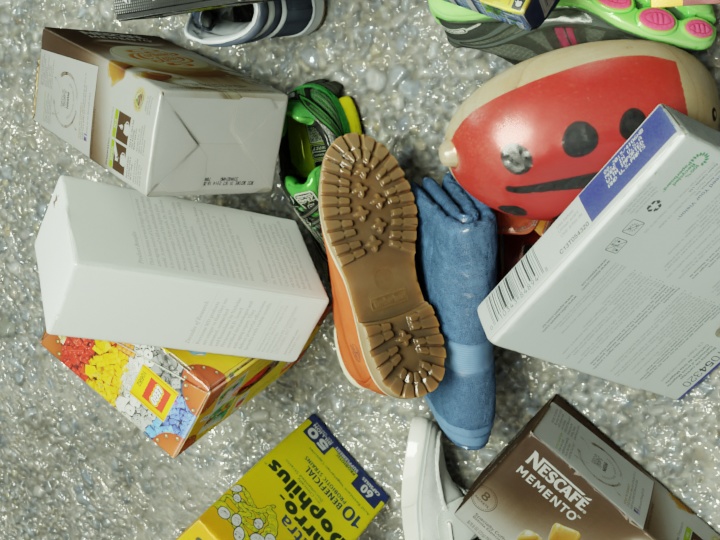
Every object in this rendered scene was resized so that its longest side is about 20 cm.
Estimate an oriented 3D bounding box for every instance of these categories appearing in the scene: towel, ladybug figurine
[{"bbox_3d":[0.071,0.032,0.811,0.048,0.112,0.201,-8,117,-11],"label":"towel"},{"bbox_3d":[0.153,-0.085,0.707,0.198,0.072,0.136,-11,139,-3],"label":"ladybug figurine"}]

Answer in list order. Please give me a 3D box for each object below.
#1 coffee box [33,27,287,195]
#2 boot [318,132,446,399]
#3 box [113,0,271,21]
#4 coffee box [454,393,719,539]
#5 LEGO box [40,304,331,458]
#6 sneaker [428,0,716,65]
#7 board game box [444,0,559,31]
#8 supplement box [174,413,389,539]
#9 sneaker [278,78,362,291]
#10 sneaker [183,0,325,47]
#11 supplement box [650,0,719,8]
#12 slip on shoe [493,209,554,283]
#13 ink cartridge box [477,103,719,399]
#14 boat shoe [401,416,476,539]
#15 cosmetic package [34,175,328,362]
[{"bbox_3d":[-0.165,-0.129,0.827,0.200,0.114,0.080,30,116,43],"label":"coffee box"},{"bbox_3d":[0.000,0.000,0.801,0.107,0.074,0.202,160,100,-70],"label":"boot"},{"bbox_3d":[-0.124,-0.280,0.713,0.160,0.044,0.202,9,108,46],"label":"box"},{"bbox_3d":[0.191,0.213,0.838,0.200,0.080,0.115,42,121,8],"label":"coffee box"},{"bbox_3d":[-0.139,0.043,0.877,0.149,0.200,0.077,38,120,11],"label":"LEGO box"},{"bbox_3d":[0.148,-0.182,0.736,0.198,0.084,0.077,10,68,12],"label":"sneaker"},{"bbox_3d":[0.073,-0.271,0.699,0.199,0.062,0.201,26,84,26],"label":"board game box"},{"bbox_3d":[-0.080,0.233,0.913,0.109,0.200,0.110,47,121,4],"label":"supplement box"},{"bbox_3d":[-0.029,-0.051,0.855,0.078,0.085,0.201,-14,101,30],"label":"sneaker"},{"bbox_3d":[-0.137,-0.228,0.834,0.199,0.108,0.071,19,114,20],"label":"sneaker"},{"bbox_3d":[0.275,-0.225,0.572,0.196,0.200,0.134,3,109,26],"label":"supplement box"},{"bbox_3d":[0.121,-0.047,0.795,0.074,0.061,0.202,2,107,28],"label":"slip on shoe"},{"bbox_3d":[0.215,-0.002,0.728,0.197,0.199,0.043,-51,38,30],"label":"ink cartridge box"},{"bbox_3d":[0.074,0.221,0.911,0.068,0.072,0.202,0,105,11],"label":"boat shoe"},{"bbox_3d":[-0.135,0.002,0.790,0.071,0.199,0.102,-59,36,30],"label":"cosmetic package"}]
